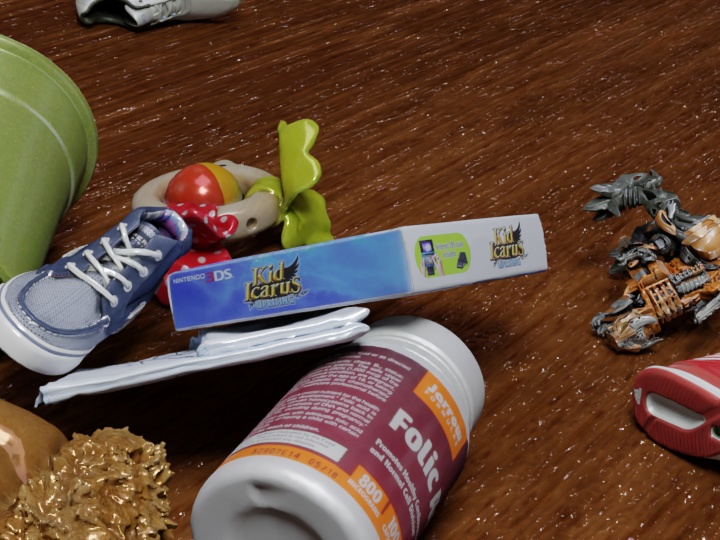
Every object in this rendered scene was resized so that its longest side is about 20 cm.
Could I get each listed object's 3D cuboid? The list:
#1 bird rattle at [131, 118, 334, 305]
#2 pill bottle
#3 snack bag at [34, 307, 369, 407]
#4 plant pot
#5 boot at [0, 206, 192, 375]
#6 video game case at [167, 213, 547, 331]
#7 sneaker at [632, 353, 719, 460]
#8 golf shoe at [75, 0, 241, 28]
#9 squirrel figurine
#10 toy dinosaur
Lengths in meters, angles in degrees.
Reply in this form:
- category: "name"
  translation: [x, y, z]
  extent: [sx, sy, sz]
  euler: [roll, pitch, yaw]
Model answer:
- category: "bird rattle"
  translation: [-0.121, -0.044, 1.093]
  extent: [0.200, 0.113, 0.163]
  euler: [-31, 32, -29]
- category: "pill bottle"
  translation: [-0.003, 0.112, 0.775]
  extent: [0.114, 0.114, 0.200]
  euler: [17, 31, 18]
- category: "snack bag"
  translation: [-0.100, 0.051, 0.843]
  extent: [0.200, 0.021, 0.189]
  euler: [-12, 1, -6]
- category: "plant pot"
  translation: [-0.296, -0.039, 0.945]
  extent: [0.200, 0.200, 0.190]
  euler: [2, 42, -8]
- category: "boot"
  translation: [-0.175, 0.002, 0.870]
  extent: [0.073, 0.090, 0.200]
  euler: [43, 12, -2]
- category: "video game case"
  translation: [0.000, 0.000, 0.915]
  extent: [0.200, 0.046, 0.181]
  euler: [-10, -2, 35]
- category: "sneaker"
  translation: [0.295, 0.104, 0.891]
  extent: [0.115, 0.078, 0.200]
  euler: [-19, 39, -36]
- category: "golf shoe"
  translation: [-0.240, -0.315, 1.564]
  extent: [0.200, 0.078, 0.097]
  euler: [0, 46, 0]
- category: "squirrel figurine"
  translation: [-0.177, 0.132, 0.604]
  extent: [0.200, 0.142, 0.187]
  euler: [-1, 7, -1]
- category: "toy dinosaur"
  translation: [0.260, -0.013, 1.059]
  extent: [0.200, 0.102, 0.136]
  euler: [-23, 35, -25]
